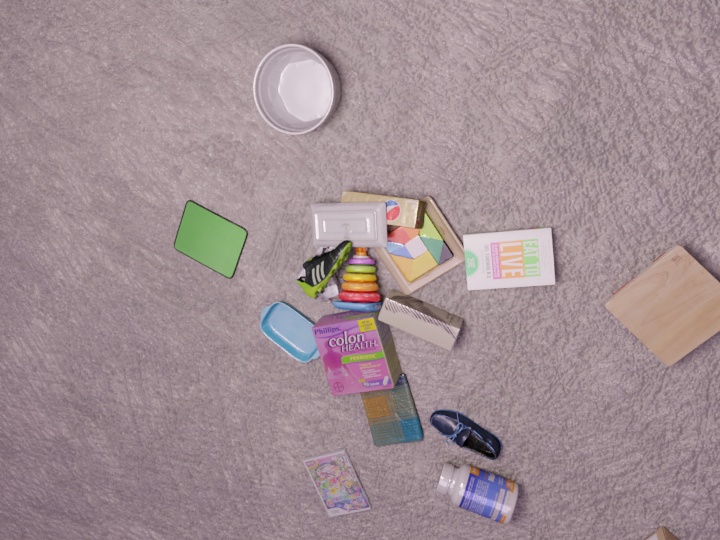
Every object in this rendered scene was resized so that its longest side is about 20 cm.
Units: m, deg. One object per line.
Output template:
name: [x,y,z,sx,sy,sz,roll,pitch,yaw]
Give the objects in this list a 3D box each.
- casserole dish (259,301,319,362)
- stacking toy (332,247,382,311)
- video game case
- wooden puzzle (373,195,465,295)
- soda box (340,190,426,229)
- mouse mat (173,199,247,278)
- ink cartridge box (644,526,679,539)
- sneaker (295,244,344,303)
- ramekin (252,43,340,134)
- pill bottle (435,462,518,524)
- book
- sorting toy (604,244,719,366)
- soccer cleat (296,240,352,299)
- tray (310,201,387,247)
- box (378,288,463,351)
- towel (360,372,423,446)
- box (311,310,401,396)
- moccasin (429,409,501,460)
casserole dish: [-0.183,0.164,1.617,0.200,0.039,0.121,37,114,4]
stacking toy: [0.000,0.000,1.483,0.109,0.116,0.201,2,90,22]
video game case: [-0.069,0.628,1.738,0.143,0.018,0.201,-20,100,21]
wooden puzzle: [0.138,-0.056,1.449,0.200,0.037,0.185,-32,96,23]
soda box: [0.051,-0.146,1.413,0.199,0.064,0.068,10,96,22]
mouse mat: [-0.416,-0.085,1.628,0.200,0.008,0.161,27,113,6]
ink cartridge box: [0.764,0.779,1.496,0.165,0.075,0.200,37,114,2]
sneaker: [-0.072,-0.006,1.512,0.115,0.075,0.200,42,119,0]
ramekin: [-0.141,-0.424,1.383,0.199,0.105,0.201,5,108,15]
pill bottle: [0.305,0.580,1.556,0.199,0.112,0.112,18,111,11]
book: [0.347,-0.028,1.382,0.199,0.048,0.134,-5,99,13]
sorting toy: [0.685,0.071,1.301,0.199,0.070,0.200,43,113,0]
soccer cleat: [-0.093,-0.012,1.435,0.081,0.068,0.200,43,126,5]
tray: [-0.033,-0.108,1.407,0.199,0.022,0.108,1,102,24]
box: [0.151,0.122,1.478,0.199,0.082,0.069,22,111,8]
towel: [0.082,0.382,1.614,0.146,0.022,0.201,-12,101,19]
box: [-0.007,0.210,1.545,0.175,0.097,0.201,-11,102,20]
moccasin: [0.275,0.426,1.540,0.199,0.068,0.081,21,112,10]
